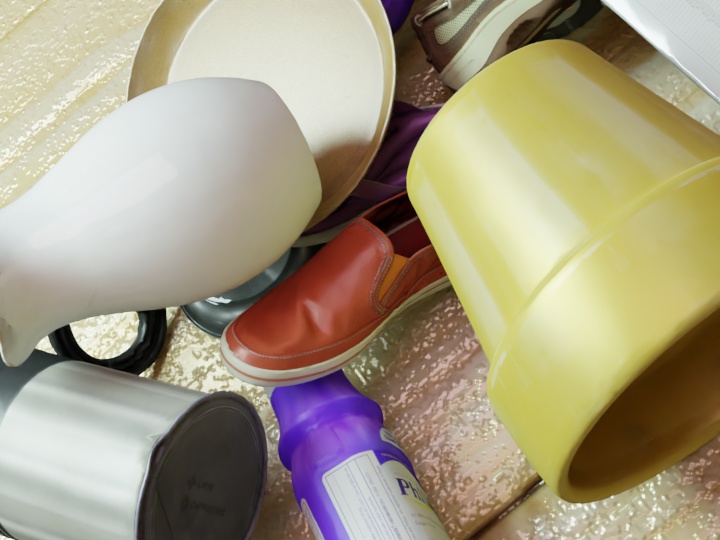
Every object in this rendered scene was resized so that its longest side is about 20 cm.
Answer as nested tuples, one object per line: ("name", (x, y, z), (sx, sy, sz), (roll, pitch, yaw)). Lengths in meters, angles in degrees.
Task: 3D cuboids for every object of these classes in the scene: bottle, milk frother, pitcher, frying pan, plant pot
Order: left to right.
("pitcher", (-0.136, -0.034, 0.799), (0.200, 0.121, 0.172), (-27, 20, -14))
("milk frother", (-0.137, 0.075, 0.815), (0.188, 0.180, 0.201), (11, 80, 28))
("frying pan", (-0.099, -0.033, 0.931), (0.115, 0.031, 0.190), (-44, 62, -2))
("plant pot", (-0.061, -0.112, 0.869), (0.200, 0.027, 0.201), (-4, 81, 28))
("bottle", (-0.010, -0.182, 0.903), (0.200, 0.065, 0.084), (-36, 61, 24))
("bottle", (0.003, 0.131, 0.780), (0.065, 0.084, 0.200), (-33, 53, 4))
("plant pot", (0.127, -0.012, 0.723), (0.201, 0.201, 0.189), (-40, 63, 3))

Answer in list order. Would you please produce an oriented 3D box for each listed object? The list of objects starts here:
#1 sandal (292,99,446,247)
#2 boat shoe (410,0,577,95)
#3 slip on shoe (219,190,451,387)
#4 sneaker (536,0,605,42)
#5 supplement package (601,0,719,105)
("sandal", (0.010, -0.076, 0.876), (0.202, 0.050, 0.083), (-17, 61, 5))
("boat shoe", (0.101, -0.187, 0.811), (0.075, 0.075, 0.202), (51, 126, 4))
("slip on shoe", (0.000, 0.000, 0.812), (0.200, 0.061, 0.074), (-32, 49, -22))
("sneaker", (0.090, -0.230, 0.907), (0.079, 0.074, 0.200), (-41, 60, 8))
("supplement package", (0.251, -0.123, 0.758), (0.114, 0.109, 0.200), (-50, 60, 19))
